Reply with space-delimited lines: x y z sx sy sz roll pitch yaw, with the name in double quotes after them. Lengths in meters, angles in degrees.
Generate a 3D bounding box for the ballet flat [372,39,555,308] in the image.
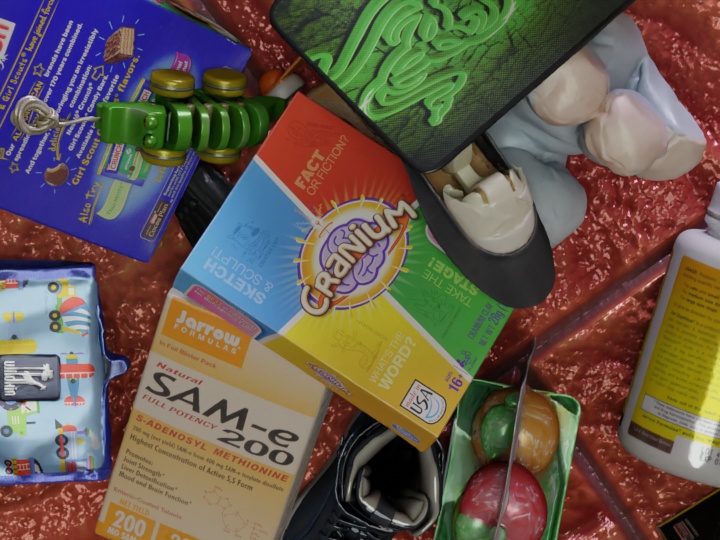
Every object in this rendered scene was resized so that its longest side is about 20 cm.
0.064 -0.065 1.409 0.073 0.073 0.201 -32 89 3 "ballet flat"

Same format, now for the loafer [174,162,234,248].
-0.052 -0.004 1.552 0.201 0.068 0.070 45 62 -5 "loafer"

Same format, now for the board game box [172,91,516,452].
0.000 0.000 1.445 0.199 0.040 0.154 32 69 -1 "board game box"

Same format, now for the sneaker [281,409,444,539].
-0.004 0.181 1.539 0.076 0.146 0.204 24 99 -8 "sneaker"

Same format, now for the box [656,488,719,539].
0.301 0.184 1.527 0.159 0.200 0.050 -30 101 3 "box"

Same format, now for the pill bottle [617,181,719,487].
0.258 0.044 1.547 0.108 0.109 0.202 15 99 -5 "pill bottle"

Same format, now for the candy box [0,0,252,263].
-0.198 -0.120 1.472 0.199 0.077 0.170 23 98 -38 "candy box"

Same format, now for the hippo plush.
0.115 -0.106 1.482 0.159 0.201 0.161 21 128 -41 "hippo plush"

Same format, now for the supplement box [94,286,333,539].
-0.094 0.109 1.521 0.125 0.074 0.201 21 115 5 "supplement box"

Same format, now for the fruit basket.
0.092 0.149 1.512 0.093 0.200 0.187 11 99 10 "fruit basket"

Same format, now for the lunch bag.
-0.256 0.070 1.519 0.198 0.094 0.152 -1 99 6 "lunch bag"

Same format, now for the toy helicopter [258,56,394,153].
-0.009 -0.130 1.535 0.131 0.079 0.202 20 87 3 "toy helicopter"

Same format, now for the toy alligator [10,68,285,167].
-0.128 -0.096 1.444 0.198 0.054 0.060 -5 113 -31 "toy alligator"

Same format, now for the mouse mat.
0.061 -0.172 1.395 0.200 0.008 0.161 -41 72 -10 "mouse mat"
